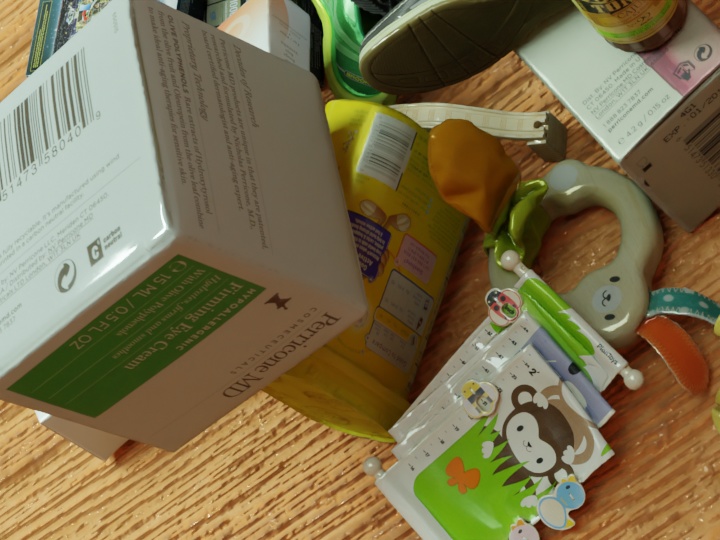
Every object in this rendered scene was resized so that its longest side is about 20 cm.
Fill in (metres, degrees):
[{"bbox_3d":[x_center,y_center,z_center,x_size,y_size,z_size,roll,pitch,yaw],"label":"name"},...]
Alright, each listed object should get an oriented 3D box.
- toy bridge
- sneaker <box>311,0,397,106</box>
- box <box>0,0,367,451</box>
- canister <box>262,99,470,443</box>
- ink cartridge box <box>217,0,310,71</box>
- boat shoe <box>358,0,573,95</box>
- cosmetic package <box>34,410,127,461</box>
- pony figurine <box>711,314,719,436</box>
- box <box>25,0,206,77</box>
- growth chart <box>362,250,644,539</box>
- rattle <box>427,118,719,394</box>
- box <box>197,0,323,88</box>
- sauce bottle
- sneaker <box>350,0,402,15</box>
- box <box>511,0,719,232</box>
[{"bbox_3d":[0.046,-0.098,1.630,0.199,0.067,0.027,-1,69,31],"label":"toy bridge"},{"bbox_3d":[0.000,-0.215,1.693,0.084,0.074,0.201,-41,61,44],"label":"sneaker"},{"bbox_3d":[-0.134,-0.027,1.449,0.199,0.171,0.201,-36,51,31],"label":"box"},{"bbox_3d":[0.000,0.000,1.567,0.086,0.148,0.201,8,72,40],"label":"canister"},{"bbox_3d":[-0.105,-0.085,1.598,0.162,0.050,0.200,-36,34,31],"label":"ink cartridge box"},{"bbox_3d":[0.085,-0.188,1.488,0.200,0.072,0.066,-31,46,18],"label":"boat shoe"},{"bbox_3d":[-0.159,0.033,1.690,0.200,0.085,0.108,-41,49,9],"label":"cosmetic package"},{"bbox_3d":[0.306,0.077,1.356,0.200,0.166,0.194,44,127,34],"label":"pony figurine"},{"bbox_3d":[-0.178,-0.240,1.742,0.136,0.038,0.201,-4,68,31],"label":"box"},{"bbox_3d":[0.096,0.108,1.494,0.145,0.018,0.200,39,104,14],"label":"growth chart"},{"bbox_3d":[0.149,-0.017,1.489,0.130,0.143,0.200,-28,45,-9],"label":"rattle"},{"bbox_3d":[-0.118,-0.227,1.777,0.163,0.086,0.201,-15,63,27],"label":"box"},{"bbox_3d":[0.138,-0.201,1.374,0.064,0.200,0.065,-12,63,26],"label":"sauce bottle"},{"bbox_3d":[0.067,-0.259,1.540,0.199,0.070,0.094,-31,44,30],"label":"sneaker"},{"bbox_3d":[0.182,-0.144,1.526,0.109,0.128,0.200,-44,54,8],"label":"box"}]
